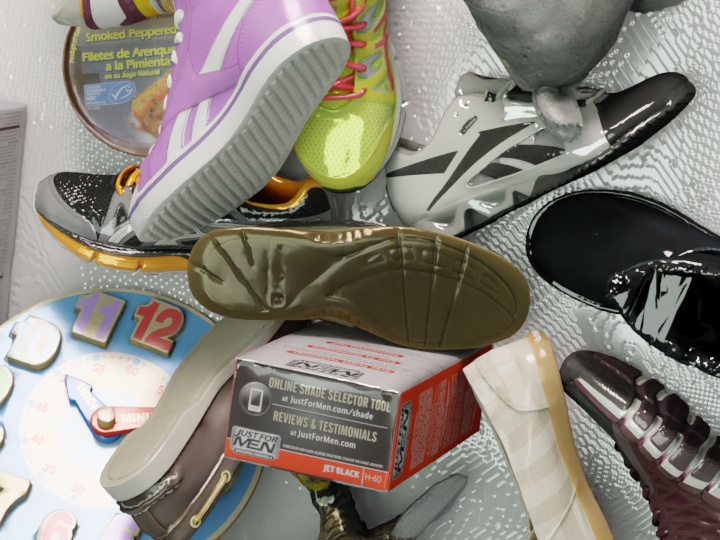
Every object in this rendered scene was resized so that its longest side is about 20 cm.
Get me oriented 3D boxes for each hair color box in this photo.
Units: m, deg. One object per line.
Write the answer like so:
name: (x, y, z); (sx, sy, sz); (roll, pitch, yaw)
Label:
hair color box: (0.002, 0.073, 1.570); (0.101, 0.200, 0.062); (11, 99, 17)

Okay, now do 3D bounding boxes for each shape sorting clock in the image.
shape sorting clock: (-0.156, 0.098, 1.658); (0.199, 0.039, 0.201); (1, 57, -2)

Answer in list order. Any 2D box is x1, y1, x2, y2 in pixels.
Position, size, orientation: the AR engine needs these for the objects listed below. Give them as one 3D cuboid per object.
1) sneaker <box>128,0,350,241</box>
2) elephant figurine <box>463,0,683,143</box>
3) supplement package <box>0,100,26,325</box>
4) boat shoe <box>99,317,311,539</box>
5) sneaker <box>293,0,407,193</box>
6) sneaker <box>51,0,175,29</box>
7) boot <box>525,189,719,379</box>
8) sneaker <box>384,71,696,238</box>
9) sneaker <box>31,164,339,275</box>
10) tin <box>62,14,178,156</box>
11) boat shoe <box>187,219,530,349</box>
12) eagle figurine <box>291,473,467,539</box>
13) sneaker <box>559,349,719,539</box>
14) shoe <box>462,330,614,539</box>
sneaker: (-0.086, -0.111, 1.566); (0.201, 0.072, 0.115); (-48, 62, 34)
elephant figurine: (0.143, -0.206, 1.541); (0.200, 0.142, 0.155); (-34, 114, 3)
supplement package: (-0.289, -0.010, 1.702); (0.109, 0.114, 0.201); (9, 98, 15)
boat shoe: (-0.082, 0.084, 1.620); (0.072, 0.200, 0.060); (-20, 114, 42)
sneaker: (-0.019, -0.145, 1.574); (0.078, 0.090, 0.201); (-2, 94, 10)
sneaker: (-0.160, -0.246, 1.638); (0.090, 0.075, 0.201); (-9, 75, 14)
boot: (0.172, 0.010, 1.528); (0.197, 0.162, 0.074); (21, 101, 15)
sneaker: (0.097, -0.085, 1.588); (0.199, 0.074, 0.089); (-25, 87, 20)
sneaker: (-0.103, -0.040, 1.652); (0.199, 0.078, 0.078); (9, 118, 7)
tin: (-0.086, -0.131, 1.664); (0.199, 0.042, 0.113); (-3, 99, 18)
boat shoe: (-0.001, 0.001, 1.587); (0.200, 0.066, 0.072); (5, 104, -1)
eagle figurine: (-0.020, 0.208, 1.627); (0.151, 0.151, 0.201); (-21, 69, 56)
sneaker: (0.175, 0.145, 1.590); (0.200, 0.076, 0.116); (39, 109, 10)
shoe: (0.110, 0.135, 1.595); (0.053, 0.070, 0.201); (-19, 103, -8)
